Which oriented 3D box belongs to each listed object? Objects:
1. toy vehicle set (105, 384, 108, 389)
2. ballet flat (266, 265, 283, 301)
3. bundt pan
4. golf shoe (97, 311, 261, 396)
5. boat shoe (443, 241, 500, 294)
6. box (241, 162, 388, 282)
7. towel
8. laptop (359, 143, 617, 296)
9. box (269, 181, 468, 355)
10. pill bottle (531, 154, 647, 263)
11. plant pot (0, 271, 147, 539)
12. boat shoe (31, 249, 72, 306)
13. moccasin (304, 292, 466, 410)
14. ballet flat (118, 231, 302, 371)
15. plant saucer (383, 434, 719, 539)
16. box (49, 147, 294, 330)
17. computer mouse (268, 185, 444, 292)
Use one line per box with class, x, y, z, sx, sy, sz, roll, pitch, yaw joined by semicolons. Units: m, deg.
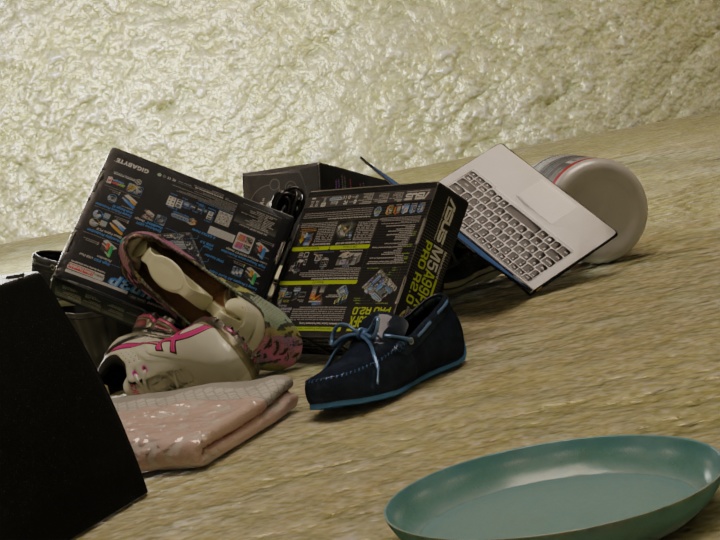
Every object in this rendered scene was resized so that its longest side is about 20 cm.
toy vehicle set;-0.339;0.135;1.668;0.199;0.027;0.124;-14;9;-25
ballet flat;-0.101;0.025;1.978;0.199;0.069;0.068;-5;26;42
bundt pan;-0.213;0.057;1.887;0.201;0.076;0.202;-11;7;1
golf shoe;-0.165;0.091;1.655;0.092;0.073;0.199;-46;25;-28
boat shoe;0.096;-0.012;1.982;0.074;0.063;0.199;-1;13;42
box;-0.042;-0.047;2.093;0.105;0.123;0.200;-6;-8;27
towel;-0.174;0.128;1.485;0.199;0.032;0.191;-8;8;25
laptop;0.134;-0.075;1.899;0.199;0.116;0.187;-32;53;-23
box;0.000;0.000;1.740;0.044;0.161;0.199;30;-20;-34
pill bottle;0.242;-0.073;2.085;0.115;0.117;0.200;-12;7;-9
plant pot;-0.292;0.104;1.271;0.199;0.179;0.199;-6;9;25
boat shoe;-0.252;-0.002;1.866;0.199;0.063;0.075;-6;7;23
moccasin;0.014;0.066;1.540;0.080;0.069;0.200;-6;9;32
ballet flat;-0.144;0.030;1.702;0.200;0.069;0.071;35;0;4
plant saucer;0.113;0.134;1.059;0.199;0.028;0.200;-11;7;1
box;-0.181;-0.014;1.786;0.199;0.160;0.046;21;-29;-2
computer mouse;-0.023;0.015;1.855;0.199;0.141;0.046;27;0;-1
